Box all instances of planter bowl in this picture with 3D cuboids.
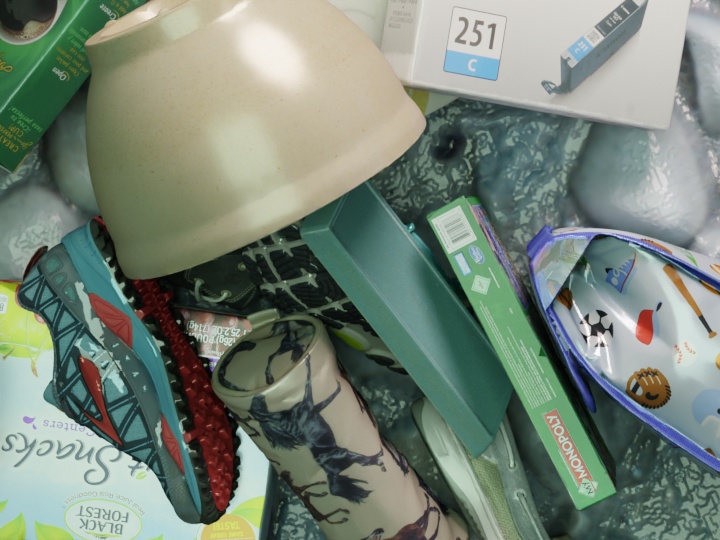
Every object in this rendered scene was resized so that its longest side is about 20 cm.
[{"bbox_3d":[-0.079,-0.101,1.436,0.200,0.200,0.135,-25,102,3],"label":"planter bowl"}]

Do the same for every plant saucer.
[{"bbox_3d":[0.034,0.023,1.498,0.019,0.070,0.200,-17,124,37],"label":"plant saucer"}]

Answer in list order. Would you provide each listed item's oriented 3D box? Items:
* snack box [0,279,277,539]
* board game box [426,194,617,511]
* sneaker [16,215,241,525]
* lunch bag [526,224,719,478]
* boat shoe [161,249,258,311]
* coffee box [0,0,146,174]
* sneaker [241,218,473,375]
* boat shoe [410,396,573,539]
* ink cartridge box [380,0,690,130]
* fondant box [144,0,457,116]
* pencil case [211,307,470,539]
[{"bbox_3d":[-0.151,0.101,1.583,0.200,0.068,0.169,9,90,4],"label":"snack box"},{"bbox_3d":[0.103,0.048,1.533,0.029,0.135,0.200,-27,89,5],"label":"board game box"},{"bbox_3d":[-0.145,0.071,1.524,0.095,0.079,0.200,-27,86,21],"label":"sneaker"},{"bbox_3d":[0.186,0.042,1.512,0.200,0.170,0.124,34,94,1],"label":"lunch bag"},{"bbox_3d":[-0.089,-0.006,1.572,0.200,0.072,0.068,-2,100,-6],"label":"boat shoe"},{"bbox_3d":[-0.203,-0.171,1.559,0.123,0.044,0.200,35,87,41],"label":"coffee box"},{"bbox_3d":[0.000,0.000,1.533,0.077,0.200,0.080,-6,61,41],"label":"sneaker"},{"bbox_3d":[0.105,0.158,1.567,0.065,0.074,0.202,-31,79,-1],"label":"boat shoe"},{"bbox_3d":[0.115,-0.188,1.524,0.200,0.045,0.176,7,92,-31],"label":"ink cartridge box"},{"bbox_3d":[-0.019,-0.150,1.554,0.200,0.058,0.144,-29,110,4],"label":"fondant box"},{"bbox_3d":[-0.011,0.116,1.530,0.078,0.089,0.200,-31,113,9],"label":"pencil case"}]
